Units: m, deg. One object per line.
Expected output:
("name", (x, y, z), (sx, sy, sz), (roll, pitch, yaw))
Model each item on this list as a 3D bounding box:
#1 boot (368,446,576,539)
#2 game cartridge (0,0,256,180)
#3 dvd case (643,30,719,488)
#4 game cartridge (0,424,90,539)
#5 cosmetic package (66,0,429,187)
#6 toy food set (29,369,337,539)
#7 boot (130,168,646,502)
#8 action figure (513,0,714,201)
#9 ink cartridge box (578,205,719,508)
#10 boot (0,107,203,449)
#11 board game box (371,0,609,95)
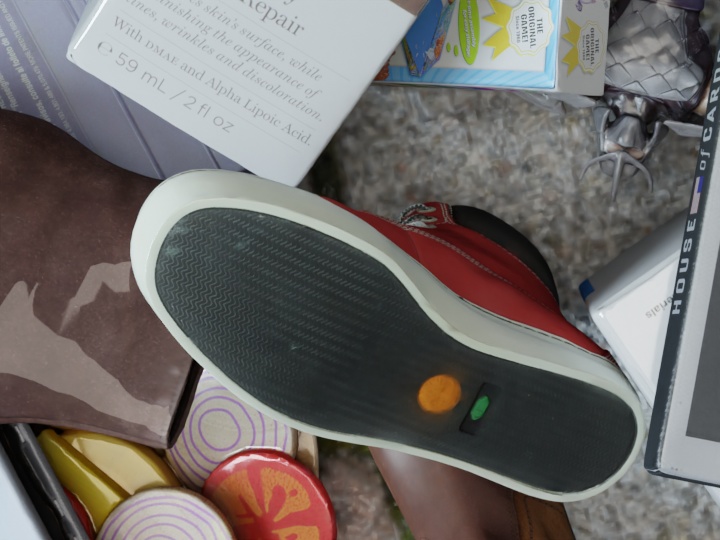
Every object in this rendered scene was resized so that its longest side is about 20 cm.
("boot", (0.042, 0.110, 0.723), (0.068, 0.200, 0.190), (-21, 93, 8))
("game cartridge", (-0.126, -0.076, 0.778), (0.129, 0.038, 0.201), (-29, 77, 0))
("dvd case", (0.184, -0.019, 0.650), (0.149, 0.025, 0.202), (11, 86, -4))
("game cartridge", (-0.180, 0.107, 0.783), (0.132, 0.042, 0.201), (-26, 92, 24))
("cosmetic package", (-0.010, -0.139, 0.689), (0.101, 0.074, 0.201), (29, 119, -13))
("toy food set", (-0.109, 0.081, 0.813), (0.198, 0.049, 0.200), (39, 97, 1))
("boot", (0.000, 0.000, 0.721), (0.199, 0.145, 0.073), (25, 110, -25))
("action figure", (0.121, -0.125, 0.762), (0.129, 0.069, 0.202), (15, 99, 1))
("ink cartridge box", (0.172, 0.069, 0.734), (0.084, 0.145, 0.201), (-35, 91, 6))
("boot", (-0.145, 0.035, 0.698), (0.165, 0.072, 0.202), (18, 75, 9))
("board game box", (0.035, -0.170, 0.748), (0.134, 0.034, 0.202), (7, 95, 39))
